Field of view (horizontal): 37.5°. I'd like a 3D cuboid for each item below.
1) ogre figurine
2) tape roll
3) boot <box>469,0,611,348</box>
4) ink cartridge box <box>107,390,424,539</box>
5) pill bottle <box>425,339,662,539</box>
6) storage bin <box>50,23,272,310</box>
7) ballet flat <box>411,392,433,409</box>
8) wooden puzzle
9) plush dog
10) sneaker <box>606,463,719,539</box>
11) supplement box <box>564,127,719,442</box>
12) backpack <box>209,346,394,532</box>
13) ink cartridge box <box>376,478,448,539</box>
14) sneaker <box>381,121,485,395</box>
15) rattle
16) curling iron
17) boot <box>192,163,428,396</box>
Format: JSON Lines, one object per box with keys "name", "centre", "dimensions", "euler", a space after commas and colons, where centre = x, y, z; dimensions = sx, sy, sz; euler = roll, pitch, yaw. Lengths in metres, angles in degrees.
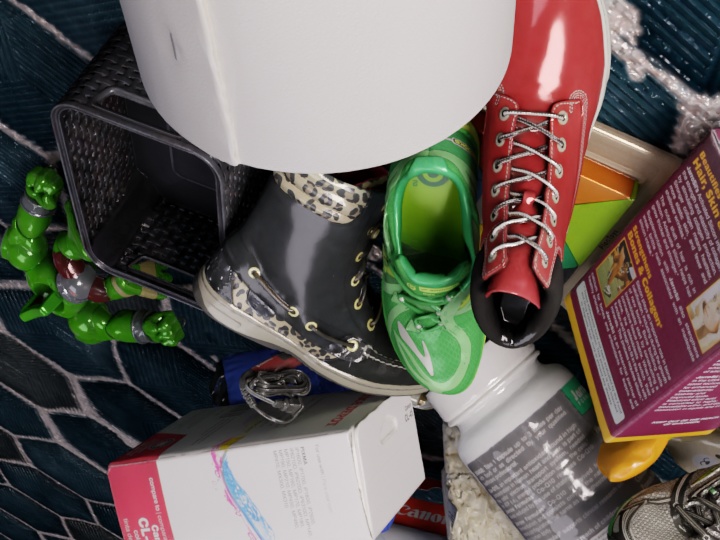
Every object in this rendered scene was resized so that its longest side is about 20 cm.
{"name": "ogre figurine", "centre": [-0.265, 0.001, 0.998], "dimensions": [0.119, 0.099, 0.200], "euler": [-21, 136, 34]}
{"name": "tape roll", "centre": [-0.022, -0.166, 0.508], "dimensions": [0.201, 0.204, 0.140], "euler": [17, 146, 15]}
{"name": "boot", "centre": [0.096, -0.063, 0.583], "dimensions": [0.072, 0.145, 0.201], "euler": [6, 124, 11]}
{"name": "ink cartridge box", "centre": [-0.067, 0.152, 0.811], "dimensions": [0.198, 0.147, 0.086], "euler": [-9, 95, 20]}
{"name": "pill bottle", "centre": [0.149, 0.147, 0.837], "dimensions": [0.200, 0.113, 0.113], "euler": [51, 147, 8]}
{"name": "storage bin", "centre": [-0.143, -0.072, 0.815], "dimensions": [0.134, 0.094, 0.201], "euler": [21, 145, 10]}
{"name": "ballet flat", "centre": [0.049, 0.080, 0.912], "dimensions": [0.067, 0.063, 0.201], "euler": [21, 146, 10]}
{"name": "wooden puzzle", "centre": [0.100, -0.049, 0.727], "dimensions": [0.199, 0.037, 0.185], "euler": [27, 147, 1]}
{"name": "plush dog", "centre": [0.162, 0.210, 0.955], "dimensions": [0.170, 0.161, 0.201], "euler": [-3, 142, 2]}
{"name": "sneaker", "centre": [0.252, 0.149, 0.706], "dimensions": [0.086, 0.199, 0.078], "euler": [94, 152, -50]}
{"name": "supplement box", "centre": [0.214, 0.016, 0.646], "dimensions": [0.085, 0.111, 0.200], "euler": [-2, 151, -18]}
{"name": "backpack", "centre": [-0.057, 0.163, 1.005], "dimensions": [0.166, 0.163, 0.201], "euler": [-17, 121, -9]}
{"name": "ink cartridge box", "centre": [0.040, 0.262, 1.054], "dimensions": [0.159, 0.200, 0.048], "euler": [6, 125, 28]}
{"name": "sneaker", "centre": [0.042, 0.000, 0.675], "dimensions": [0.073, 0.084, 0.201], "euler": [1, 120, 12]}
{"name": "rattle", "centre": [0.262, 0.152, 0.798], "dimensions": [0.129, 0.143, 0.201], "euler": [-13, 126, 21]}
{"name": "curling iron", "centre": [-0.023, 0.065, 0.821], "dimensions": [0.050, 0.200, 0.026], "euler": [45, 125, 11]}
{"name": "boot", "centre": [-0.001, 0.001, 0.755], "dimensions": [0.202, 0.074, 0.154], "euler": [23, 124, -16]}
